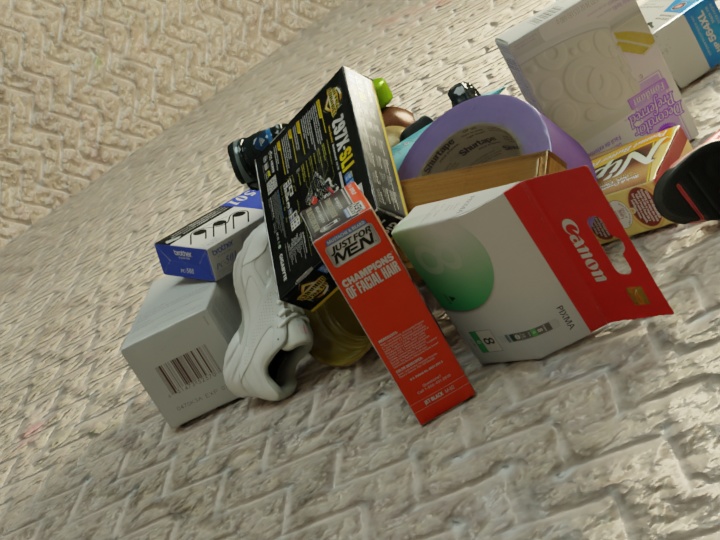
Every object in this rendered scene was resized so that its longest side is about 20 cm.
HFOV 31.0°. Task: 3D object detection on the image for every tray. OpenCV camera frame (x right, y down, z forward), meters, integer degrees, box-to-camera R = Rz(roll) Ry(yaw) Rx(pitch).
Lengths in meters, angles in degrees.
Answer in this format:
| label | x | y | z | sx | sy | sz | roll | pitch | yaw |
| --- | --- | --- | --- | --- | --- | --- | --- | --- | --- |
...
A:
| label | x | y | z | sx | sy | sz | roll | pitch | yaw |
| --- | --- | --- | --- | --- | --- | --- | --- | --- | --- |
| tray | 0.097 | -0.047 | 1.225 | 0.200 | 0.037 | 0.099 | -8 | 64 | 40 |

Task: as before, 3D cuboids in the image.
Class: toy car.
| label | x | y | z | sx | sy | sz | roll | pitch | yaw |
| --- | --- | --- | --- | --- | --- | --- | --- | --- | --- |
| toy car | 0.056 | -0.148 | 1.650 | 0.158 | 0.164 | 0.200 | -40 | 22 | -25 |

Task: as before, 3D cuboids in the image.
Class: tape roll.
| label | x | y | z | sx | sy | sz | roll | pitch | yaw |
| --- | --- | --- | --- | --- | --- | --- | --- | --- | --- |
| tape roll | 0.130 | -0.069 | 1.293 | 0.200 | 0.085 | 0.200 | -21 | 56 | 34 |

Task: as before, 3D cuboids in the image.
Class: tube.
| label | x | y | z | sx | sy | sz | roll | pitch | yaw |
| --- | --- | --- | --- | --- | --- | --- | --- | --- | --- |
| tube | 0.081 | -0.141 | 1.417 | 0.200 | 0.050 | 0.077 | -40 | 8 | -35 |

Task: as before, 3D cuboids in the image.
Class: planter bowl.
| label | x | y | z | sx | sy | sz | roll | pitch | yaw |
| --- | --- | --- | --- | --- | --- | --- | --- | --- | --- |
| planter bowl | 0.000 | 0.000 | 1.396 | 0.083 | 0.201 | 0.200 | -4 | 0 | -36 |

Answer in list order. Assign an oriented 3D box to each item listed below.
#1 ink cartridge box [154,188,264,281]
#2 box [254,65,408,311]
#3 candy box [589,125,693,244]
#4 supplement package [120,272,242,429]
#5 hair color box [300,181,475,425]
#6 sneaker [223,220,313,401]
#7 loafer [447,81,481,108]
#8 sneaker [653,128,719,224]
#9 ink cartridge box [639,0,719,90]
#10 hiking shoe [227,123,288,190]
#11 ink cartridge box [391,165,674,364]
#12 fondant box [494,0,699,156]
| label | x | y | z | sx | sy | sz | roll | pitch | yaw |
| --- | --- | --- | --- | --- | --- | --- | --- | --- | --- |
| ink cartridge box | -0.141 | -0.052 | 1.557 | 0.094 | 0.044 | 0.200 | 7 | 30 | 41 |
| box | -0.034 | -0.083 | 1.318 | 0.160 | 0.049 | 0.200 | -41 | 45 | 32 |
| candy box | 0.237 | -0.072 | 1.331 | 0.200 | 0.055 | 0.115 | -17 | 24 | 37 |
| supplement package | -0.187 | 0.074 | 1.525 | 0.117 | 0.117 | 0.200 | -26 | 19 | 13 |
| hair color box | 0.024 | 0.028 | 1.176 | 0.064 | 0.200 | 0.111 | -31 | 19 | 1 |
| sneaker | -0.083 | 0.046 | 1.386 | 0.099 | 0.200 | 0.078 | 13 | 12 | 43 |
| loafer | 0.135 | -0.167 | 1.593 | 0.070 | 0.068 | 0.201 | -27 | -23 | 7 |
| sneaker | 0.353 | -0.101 | 1.232 | 0.200 | 0.074 | 0.087 | -32 | 4 | -15 |
| ink cartridge box | 0.337 | -0.256 | 1.607 | 0.200 | 0.084 | 0.146 | -33 | 18 | -8 |
| hiking shoe | -0.062 | -0.121 | 1.501 | 0.087 | 0.074 | 0.200 | -25 | -16 | 30 |
| ink cartridge box | 0.144 | 0.002 | 1.114 | 0.200 | 0.161 | 0.050 | -10 | 32 | 49 |
| fondant box | 0.256 | -0.198 | 1.398 | 0.144 | 0.200 | 0.058 | -31 | 20 | -1 |
